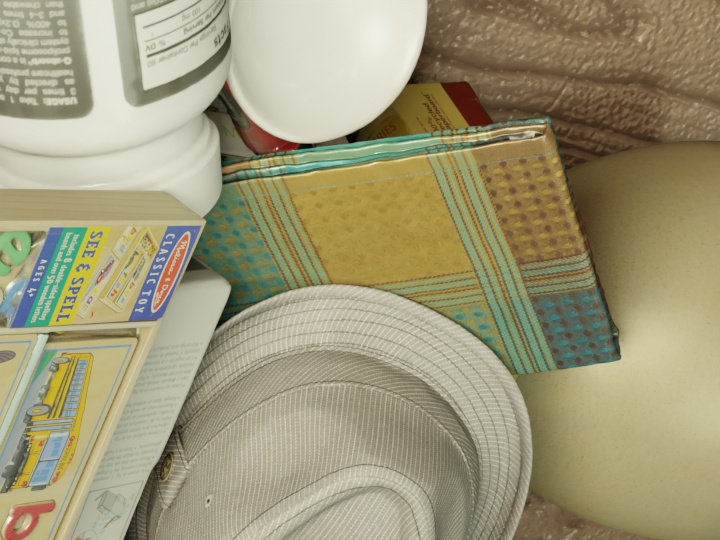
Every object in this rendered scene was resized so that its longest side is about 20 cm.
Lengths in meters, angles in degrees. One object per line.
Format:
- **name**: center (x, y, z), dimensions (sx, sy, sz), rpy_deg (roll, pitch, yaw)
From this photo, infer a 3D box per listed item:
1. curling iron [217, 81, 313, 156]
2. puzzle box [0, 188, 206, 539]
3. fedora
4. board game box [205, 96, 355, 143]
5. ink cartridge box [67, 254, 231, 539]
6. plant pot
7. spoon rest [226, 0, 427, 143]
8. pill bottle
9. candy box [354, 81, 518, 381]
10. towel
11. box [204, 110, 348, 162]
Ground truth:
- **curling iron**: center (-0.031, -0.066, 1.149), dimensions (0.050, 0.026, 0.200), rpy_deg (-36, 119, -9)
- **puzzle box**: center (-0.142, 0.062, 1.000), dimensions (0.133, 0.025, 0.201), rpy_deg (-3, 122, -55)
- **fedora**: center (-0.017, 0.115, 1.147), dimensions (0.177, 0.090, 0.200), rpy_deg (33, 111, -18)
- **board game box**: center (-0.071, -0.098, 1.174), dimensions (0.104, 0.023, 0.200), rpy_deg (-29, 140, -8)
- **ink cartridge box**: center (-0.154, 0.076, 1.064), dimensions (0.200, 0.043, 0.174), rpy_deg (-7, 127, -53)
- **plant pot**: center (0.111, 0.033, 1.320), dimensions (0.134, 0.201, 0.201), rpy_deg (3, 127, -18)
- **spoon rest**: center (-0.025, -0.146, 1.080), dimensions (0.099, 0.061, 0.201), rpy_deg (-25, 115, -25)
- **pill bottle**: center (-0.109, -0.115, 1.029), dimensions (0.115, 0.116, 0.201), rpy_deg (-19, 123, -23)
- **candy box**: center (0.021, 0.024, 1.268), dimensions (0.056, 0.117, 0.200), rpy_deg (-4, 137, -34)
- **towel**: center (0.000, 0.000, 1.152), dimensions (0.199, 0.022, 0.147), rpy_deg (-8, 136, 14)
- **box**: center (-0.104, 0.012, 1.216), dimensions (0.144, 0.036, 0.200), rpy_deg (7, 127, -34)
